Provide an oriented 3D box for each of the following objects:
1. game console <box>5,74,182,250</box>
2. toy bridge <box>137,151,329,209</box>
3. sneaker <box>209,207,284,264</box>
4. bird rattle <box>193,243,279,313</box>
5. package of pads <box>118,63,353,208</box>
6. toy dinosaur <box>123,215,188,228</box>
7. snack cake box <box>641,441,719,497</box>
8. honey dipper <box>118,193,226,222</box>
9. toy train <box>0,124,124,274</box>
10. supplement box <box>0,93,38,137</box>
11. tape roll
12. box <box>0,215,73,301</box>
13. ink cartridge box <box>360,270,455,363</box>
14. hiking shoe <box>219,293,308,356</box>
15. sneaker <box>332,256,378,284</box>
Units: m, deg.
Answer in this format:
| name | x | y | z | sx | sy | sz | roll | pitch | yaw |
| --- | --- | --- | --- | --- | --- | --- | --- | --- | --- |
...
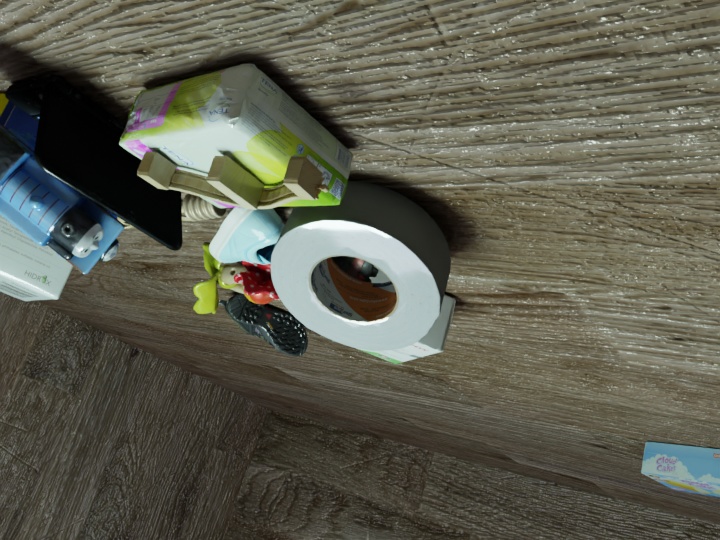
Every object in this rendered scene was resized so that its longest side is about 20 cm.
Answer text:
| name | x | y | z | sx | sy | sz | roll | pitch | yaw |
| --- | --- | --- | --- | --- | --- | --- | --- | --- | --- |
| game console | -0.310 | -0.118 | 0.843 | 0.174 | 0.118 | 0.200 | 4 | 157 | 39 |
| toy bridge | -0.112 | -0.080 | 0.667 | 0.197 | 0.028 | 0.067 | 7 | 163 | 30 |
| sneaker | -0.146 | -0.032 | 0.959 | 0.082 | 0.074 | 0.200 | 47 | 160 | -1 |
| bird rattle | -0.171 | 0.010 | 1.174 | 0.197 | 0.115 | 0.162 | -9 | 162 | 32 |
| package of pads | -0.125 | -0.124 | 0.712 | 0.198 | 0.069 | 0.154 | 2 | 157 | 41 |
| toy dinosaur | -0.310 | -0.091 | 1.020 | 0.198 | 0.059 | 0.101 | 27 | 160 | -22 |
| snack cake box | 0.662 | 0.388 | 1.402 | 0.114 | 0.068 | 0.199 | 27 | 161 | -24 |
| honey dipper | -0.271 | -0.076 | 0.970 | 0.197 | 0.039 | 0.038 | -7 | 153 | 22 |
| toy train | -0.347 | -0.080 | 0.777 | 0.199 | 0.087 | 0.114 | 41 | 177 | -9 |
| supplement box | -0.486 | -0.154 | 0.932 | 0.197 | 0.111 | 0.109 | 11 | 161 | 27 |
| tape roll | 0.000 | 0.000 | 0.820 | 0.197 | 0.067 | 0.202 | 12 | 136 | 11 |
| box | -0.571 | -0.067 | 1.177 | 0.199 | 0.174 | 0.197 | 32 | 159 | -33 |
| ink cartridge box | 0.035 | 0.070 | 1.088 | 0.144 | 0.086 | 0.200 | 23 | 162 | -12 |
| hiking shoe | -0.194 | 0.107 | 1.487 | 0.199 | 0.076 | 0.100 | 39 | 164 | -26 |
| sneaker | -0.045 | -0.016 | 0.938 | 0.097 | 0.072 | 0.200 | 24 | 163 | -24 |
